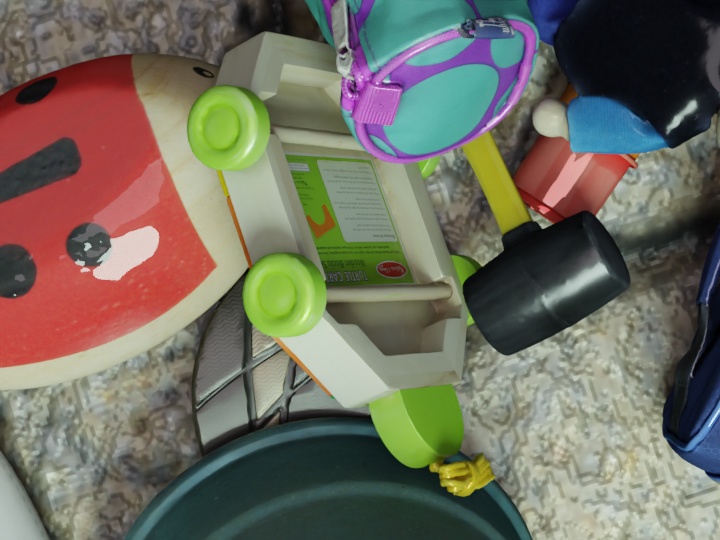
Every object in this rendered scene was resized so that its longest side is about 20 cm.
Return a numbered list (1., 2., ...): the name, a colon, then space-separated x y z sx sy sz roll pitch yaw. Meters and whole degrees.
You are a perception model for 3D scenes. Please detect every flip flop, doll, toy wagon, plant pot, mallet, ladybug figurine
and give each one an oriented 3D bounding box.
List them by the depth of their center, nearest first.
1. plant pot: 0.003 0.183 0.723 0.200 0.196 0.201 -3 106 -11
2. toy wagon: 0.000 0.000 0.765 0.040 0.155 0.200 -24 78 28
3. doll: 0.115 -0.113 0.771 0.136 0.048 0.200 -46 59 14
4. ladybug figurine: -0.128 -0.025 0.797 0.200 0.072 0.136 -28 65 6
5. mallet: 0.055 -0.067 0.799 0.066 0.041 0.200 -23 75 20
6. flip flop: -0.025 0.091 0.825 0.081 0.058 0.201 -13 105 -3

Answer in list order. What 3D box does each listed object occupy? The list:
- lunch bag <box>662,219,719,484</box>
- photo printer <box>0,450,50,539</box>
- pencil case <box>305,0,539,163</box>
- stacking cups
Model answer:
1. lunch bag: 0.210 0.008 0.777 0.132 0.136 0.200 25 89 0
2. photo printer: -0.204 0.149 0.765 0.069 0.200 0.167 -24 89 39
3. pencil case: -0.002 -0.148 0.776 0.092 0.085 0.200 -7 60 -39
4. stacking cups: 0.135 -0.107 0.824 0.060 0.061 0.200 34 96 1
